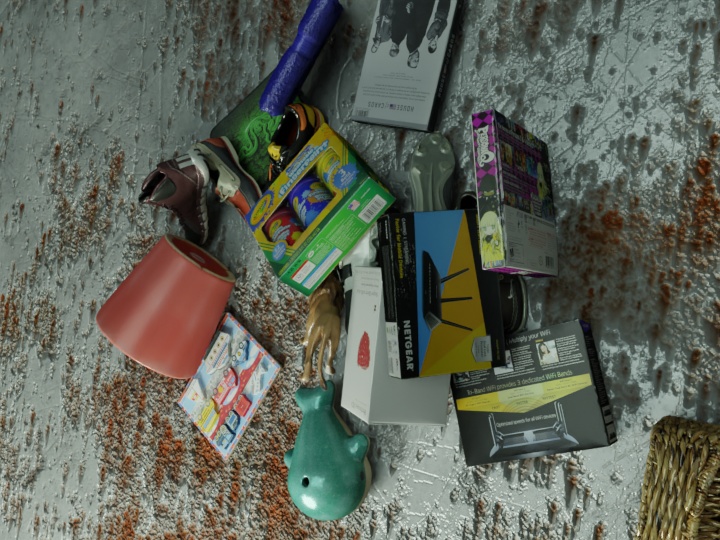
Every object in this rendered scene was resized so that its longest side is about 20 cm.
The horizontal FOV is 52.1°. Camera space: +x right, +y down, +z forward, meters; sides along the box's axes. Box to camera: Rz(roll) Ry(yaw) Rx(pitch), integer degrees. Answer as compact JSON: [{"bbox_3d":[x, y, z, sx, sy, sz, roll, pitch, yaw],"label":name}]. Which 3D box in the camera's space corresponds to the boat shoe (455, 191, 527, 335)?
[{"bbox_3d":[0.173,-0.010,1.008,0.071,0.060,0.205,-20,76,27],"label":"boat shoe"}]

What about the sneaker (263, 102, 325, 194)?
[{"bbox_3d":[-0.126,-0.172,1.179,0.069,0.090,0.203,26,103,25],"label":"sneaker"}]

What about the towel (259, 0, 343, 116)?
[{"bbox_3d":[-0.097,-0.340,1.147,0.049,0.148,0.202,30,103,-4],"label":"towel"}]

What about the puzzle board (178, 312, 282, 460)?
[{"bbox_3d":[-0.231,0.198,1.266,0.150,0.017,0.202,39,106,27],"label":"puzzle board"}]

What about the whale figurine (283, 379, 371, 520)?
[{"bbox_3d":[-0.061,0.272,1.107,0.157,0.103,0.204,-17,78,29],"label":"whale figurine"}]

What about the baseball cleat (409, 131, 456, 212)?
[{"bbox_3d":[0.099,-0.095,1.055,0.068,0.107,0.203,5,59,2],"label":"baseball cleat"}]

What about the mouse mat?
[{"bbox_3d":[-0.171,-0.232,1.264,0.199,0.007,0.163,-36,70,23],"label":"mouse mat"}]

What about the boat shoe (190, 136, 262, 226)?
[{"bbox_3d":[-0.219,-0.145,1.236,0.202,0.062,0.072,57,145,23],"label":"boat shoe"}]

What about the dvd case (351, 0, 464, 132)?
[{"bbox_3d":[0.068,-0.316,1.103,0.148,0.025,0.204,16,95,38],"label":"dvd case"}]

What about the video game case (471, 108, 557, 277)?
[{"bbox_3d":[0.197,-0.087,0.920,0.035,0.199,0.185,-6,84,31],"label":"video game case"}]

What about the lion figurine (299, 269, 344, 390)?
[{"bbox_3d":[-0.053,0.077,1.096,0.201,0.071,0.125,-117,40,-62],"label":"lion figurine"}]

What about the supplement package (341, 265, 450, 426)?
[{"bbox_3d":[0.053,0.101,1.015,0.121,0.117,0.205,-177,93,-71],"label":"supplement package"}]

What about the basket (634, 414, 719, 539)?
[{"bbox_3d":[0.390,0.276,0.811,0.147,0.142,0.204,9,91,32],"label":"basket"}]

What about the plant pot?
[{"bbox_3d":[-0.315,0.050,1.237,0.199,0.200,0.179,36,96,27],"label":"plant pot"}]

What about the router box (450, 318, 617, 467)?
[{"bbox_3d":[0.220,0.164,0.973,0.197,0.052,0.161,-16,78,29],"label":"router box"}]

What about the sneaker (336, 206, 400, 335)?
[{"bbox_3d":[0.000,0.000,1.112,0.087,0.074,0.204,11,84,37],"label":"sneaker"}]

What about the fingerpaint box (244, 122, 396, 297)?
[{"bbox_3d":[-0.067,-0.094,1.109,0.200,0.073,0.168,-47,45,12],"label":"fingerpaint box"}]

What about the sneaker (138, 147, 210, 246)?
[{"bbox_3d":[-0.318,-0.112,1.242,0.076,0.114,0.202,48,143,34],"label":"sneaker"}]

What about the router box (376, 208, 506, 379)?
[{"bbox_3d":[0.103,0.027,0.936,0.051,0.146,0.205,171,94,-73],"label":"router box"}]
